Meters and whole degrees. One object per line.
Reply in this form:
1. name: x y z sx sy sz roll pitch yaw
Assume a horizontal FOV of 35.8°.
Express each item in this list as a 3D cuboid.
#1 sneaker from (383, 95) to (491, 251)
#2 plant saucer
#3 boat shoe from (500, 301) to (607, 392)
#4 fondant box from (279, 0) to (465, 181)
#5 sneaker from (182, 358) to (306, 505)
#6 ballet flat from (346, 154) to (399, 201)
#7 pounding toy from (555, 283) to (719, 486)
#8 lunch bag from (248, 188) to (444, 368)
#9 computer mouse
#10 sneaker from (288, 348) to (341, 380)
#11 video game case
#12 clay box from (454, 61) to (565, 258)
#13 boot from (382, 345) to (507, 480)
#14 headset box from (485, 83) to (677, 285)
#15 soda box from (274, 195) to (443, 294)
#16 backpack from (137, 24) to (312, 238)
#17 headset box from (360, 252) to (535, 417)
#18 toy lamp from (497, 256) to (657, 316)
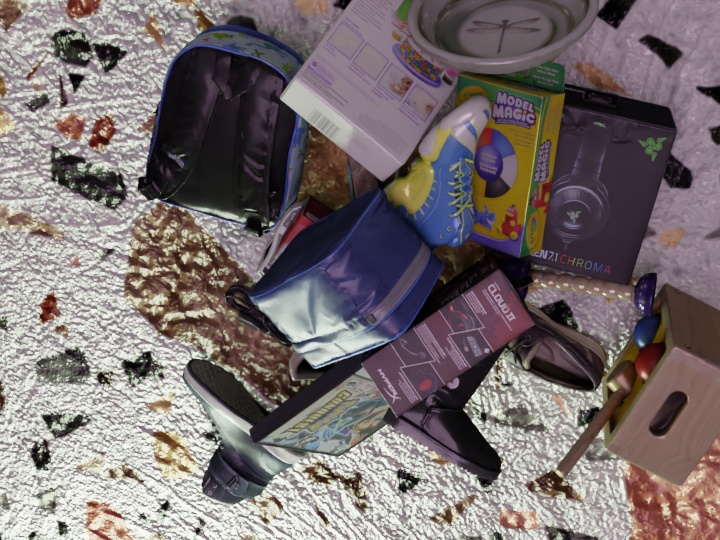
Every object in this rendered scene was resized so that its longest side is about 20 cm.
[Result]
1. sneaker: 0.099 -0.093 1.179 0.105 0.076 0.200 46 137 5
2. plant saucer: 0.148 -0.255 1.160 0.197 0.202 0.051 -2 134 12
3. boat shoe: 0.209 0.091 1.370 0.198 0.065 0.073 25 118 0
4. fondant box: 0.028 -0.219 1.195 0.144 0.201 0.058 38 156 -8
5. sneaker: -0.192 0.226 1.503 0.202 0.077 0.146 43 112 -11
6. ballet flat: 0.010 -0.145 1.305 0.066 0.068 0.202 -7 123 9
7. pounding toy: 0.337 0.146 1.304 0.141 0.185 0.202 26 117 -2
8. lunch bag: -0.015 0.021 1.208 0.133 0.136 0.199 48 142 -14
9. computer mouse: -0.089 -0.005 1.395 0.109 0.044 0.201 29 116 -6
10. sneaker: 0.007 0.106 1.402 0.197 0.090 0.076 -12 112 16
11. video game case: -0.012 0.170 1.406 0.199 0.180 0.026 -38 58 23
12. clay box: 0.150 -0.128 1.190 0.114 0.047 0.203 23 118 39
13. boot: 0.142 0.130 1.341 0.163 0.066 0.202 29 95 -7
14. headset box: 0.247 -0.109 1.256 0.172 0.093 0.203 14 116 4
15. soda box: 0.000 0.000 1.327 0.199 0.064 0.070 33 115 -9
16. backpack: -0.141 -0.172 1.271 0.180 0.147 0.202 18 121 5
17. headset box: 0.104 0.060 1.227 0.199 0.149 0.075 -35 94 7
18. toy lamp: 0.248 0.016 1.323 0.197 0.058 0.059 8 116 19
